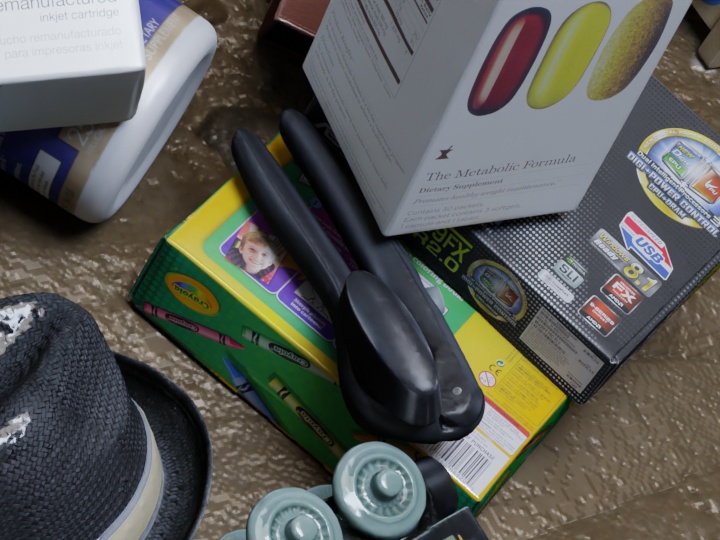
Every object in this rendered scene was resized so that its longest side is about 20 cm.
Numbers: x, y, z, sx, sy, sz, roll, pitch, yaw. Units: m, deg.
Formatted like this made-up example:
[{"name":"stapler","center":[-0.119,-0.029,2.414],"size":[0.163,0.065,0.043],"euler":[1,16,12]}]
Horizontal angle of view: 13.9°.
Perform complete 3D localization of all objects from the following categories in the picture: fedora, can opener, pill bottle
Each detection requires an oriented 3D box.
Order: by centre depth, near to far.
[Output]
[{"name":"fedora","center":[-0.160,0.076,1.266],"size":[0.199,0.092,0.201],"euler":[-4,42,4]},{"name":"can opener","center":[0.000,0.000,1.392],"size":[0.063,0.079,0.200],"euler":[-12,52,-23]},{"name":"pill bottle","center":[-0.180,-0.120,1.437],"size":[0.199,0.116,0.116],"euler":[32,47,0]}]

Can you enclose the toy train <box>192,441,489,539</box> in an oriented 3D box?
[{"name":"toy train","center":[-0.022,0.157,1.323],"size":[0.200,0.085,0.114],"euler":[-27,79,-33]}]

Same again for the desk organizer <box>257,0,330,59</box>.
[{"name":"desk organizer","center":[0.041,-0.098,1.560],"size":[0.199,0.072,0.077],"euler":[25,50,-7]}]

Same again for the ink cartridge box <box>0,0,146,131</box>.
[{"name":"ink cartridge box","center":[-0.181,-0.168,1.344],"size":[0.144,0.083,0.201],"euler":[-6,78,-9]}]

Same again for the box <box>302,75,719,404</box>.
[{"name":"box","center":[0.090,-0.053,1.479],"size":[0.200,0.044,0.160],"euler":[44,53,8]}]

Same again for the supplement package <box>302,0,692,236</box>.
[{"name":"supplement package","center":[0.067,-0.124,1.356],"size":[0.113,0.200,0.110],"euler":[-9,56,-27]}]

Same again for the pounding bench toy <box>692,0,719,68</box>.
[{"name":"pounding bench toy","center":[0.211,-0.202,1.687],"size":[0.199,0.124,0.156],"euler":[-15,63,-34]}]

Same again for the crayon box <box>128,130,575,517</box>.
[{"name":"crayon box","center":[0.002,0.030,1.449],"size":[0.200,0.058,0.119],"euler":[40,48,6]}]
